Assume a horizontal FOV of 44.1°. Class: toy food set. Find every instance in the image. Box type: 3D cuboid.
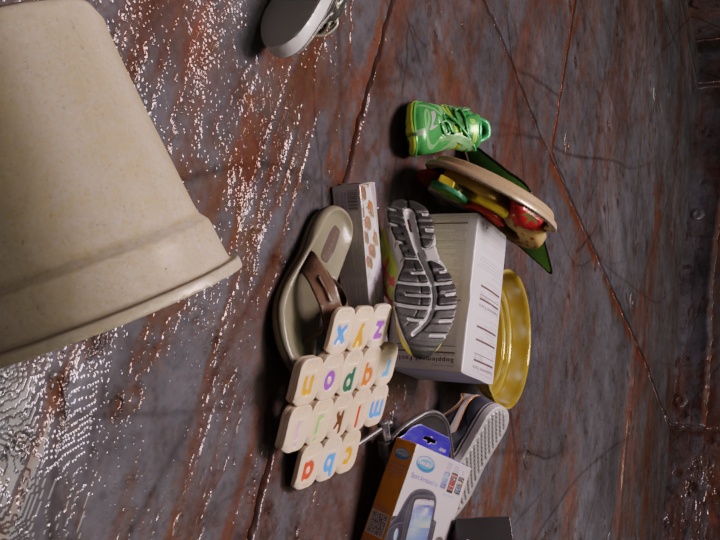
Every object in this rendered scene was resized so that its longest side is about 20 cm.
[{"bbox_3d":[0.165,-0.091,1.167,0.049,0.196,0.200,-62,178,1],"label":"toy food set"}]

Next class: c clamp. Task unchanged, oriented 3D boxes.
[{"bbox_3d":[0.058,0.263,1.113,0.170,0.027,0.203,-30,115,-36],"label":"c clamp"}]

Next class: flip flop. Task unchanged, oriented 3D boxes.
[{"bbox_3d":[-0.039,0.018,0.941,0.081,0.057,0.202,55,45,-45],"label":"flip flop"}]

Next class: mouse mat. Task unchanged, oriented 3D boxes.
[{"bbox_3d":[0.216,-0.098,1.312,0.007,0.200,0.162,-29,128,-8],"label":"mouse mat"}]

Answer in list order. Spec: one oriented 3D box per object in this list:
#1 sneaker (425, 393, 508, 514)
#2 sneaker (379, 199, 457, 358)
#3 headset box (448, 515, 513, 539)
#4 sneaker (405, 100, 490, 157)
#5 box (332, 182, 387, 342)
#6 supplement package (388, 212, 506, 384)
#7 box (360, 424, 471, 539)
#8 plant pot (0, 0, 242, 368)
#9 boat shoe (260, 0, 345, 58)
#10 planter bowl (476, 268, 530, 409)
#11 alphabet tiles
[{"bbox_3d":[0.121,0.261,1.218,0.201,0.079,0.078,-54,132,-11],"label":"sneaker"},{"bbox_3d":[0.060,0.020,1.056,0.091,0.077,0.203,118,-27,-52],"label":"sneaker"},{"bbox_3d":[0.150,0.408,1.132,0.201,0.074,0.151,100,-13,-60],"label":"headset box"},{"bbox_3d":[0.120,-0.195,1.204,0.199,0.082,0.075,-22,109,-58],"label":"sneaker"},{"bbox_3d":[0.000,0.000,1.030,0.039,0.041,0.204,-18,104,-59],"label":"box"},{"bbox_3d":[0.114,0.038,1.160,0.109,0.112,0.204,26,68,-57],"label":"supplement package"},{"bbox_3d":[0.065,0.294,1.078,0.118,0.041,0.203,30,78,-42],"label":"box"},{"bbox_3d":[-0.196,-0.057,0.554,0.200,0.198,0.186,-30,104,-57],"label":"plant pot"},{"bbox_3d":[-0.043,-0.282,0.926,0.064,0.070,0.202,56,41,-42],"label":"boat shoe"},{"bbox_3d":[0.182,0.099,1.311,0.199,0.082,0.204,-1,91,-60],"label":"planter bowl"},{"bbox_3d":[-0.021,0.131,0.959,0.199,0.014,0.199,-2,107,-59],"label":"alphabet tiles"}]
